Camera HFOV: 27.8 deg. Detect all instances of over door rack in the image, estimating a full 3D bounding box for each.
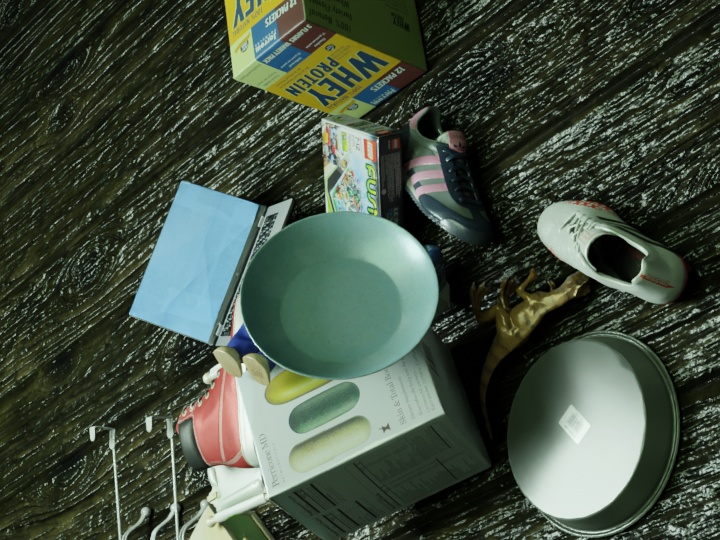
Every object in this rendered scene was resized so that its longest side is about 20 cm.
[{"bbox_3d":[-0.265,0.287,1.875,0.147,0.066,0.202,-15,87,45],"label":"over door rack"}]

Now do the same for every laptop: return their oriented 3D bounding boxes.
[{"bbox_3d":[-0.184,-0.013,1.774,0.189,0.115,0.200,-70,15,-9],"label":"laptop"}]

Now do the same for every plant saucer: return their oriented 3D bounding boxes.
[{"bbox_3d":[-0.020,0.032,1.450,0.198,0.039,0.203,-2,55,3],"label":"plant saucer"}]

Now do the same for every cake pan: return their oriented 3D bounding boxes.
[{"bbox_3d":[0.217,0.155,1.405,0.199,0.036,0.203,-19,64,44],"label":"cake pan"}]

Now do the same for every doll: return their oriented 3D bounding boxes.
[{"bbox_3d":[-0.064,0.029,1.511,0.135,0.049,0.201,11,54,36],"label":"doll"}]

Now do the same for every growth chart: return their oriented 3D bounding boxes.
[{"bbox_3d":[-0.138,0.186,1.686,0.144,0.018,0.202,-22,64,41],"label":"growth chart"}]

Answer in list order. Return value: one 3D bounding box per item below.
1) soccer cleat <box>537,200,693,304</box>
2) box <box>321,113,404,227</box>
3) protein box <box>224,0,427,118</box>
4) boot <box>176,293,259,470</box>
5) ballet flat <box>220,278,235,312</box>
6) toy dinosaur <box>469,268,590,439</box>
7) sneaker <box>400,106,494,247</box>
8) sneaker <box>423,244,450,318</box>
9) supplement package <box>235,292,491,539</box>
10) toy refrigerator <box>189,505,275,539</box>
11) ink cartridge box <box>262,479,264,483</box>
[{"bbox_3d":[0.232,-0.024,1.407,0.200,0.085,0.069,35,105,48],"label":"soccer cleat"},{"bbox_3d":[0.004,-0.069,1.654,0.110,0.034,0.202,23,122,50],"label":"box"},{"bbox_3d":[-0.047,-0.316,1.729,0.134,0.197,0.202,-31,57,39],"label":"protein box"},{"bbox_3d":[-0.158,0.125,1.657,0.143,0.072,0.203,-8,77,39],"label":"boot"},{"bbox_3d":[-0.170,-0.017,1.876,0.076,0.063,0.202,-49,45,39],"label":"ballet flat"},{"bbox_3d":[0.152,0.062,1.490,0.201,0.060,0.107,-53,46,23],"label":"toy dinosaur"},{"bbox_3d":[0.096,-0.107,1.599,0.082,0.070,0.200,-59,44,23],"label":"sneaker"},{"bbox_3d":[0.000,0.000,1.588,0.077,0.197,0.086,-95,5,-66],"label":"sneaker"},{"bbox_3d":[0.003,0.156,1.509,0.198,0.151,0.153,-27,55,11],"label":"supplement package"},{"bbox_3d":[-0.119,0.359,1.693,0.200,0.075,0.070,45,111,46],"label":"toy refrigerator"},{"bbox_3d":[-0.078,0.134,1.711,0.175,0.083,0.201,41,109,45],"label":"ink cartridge box"}]
